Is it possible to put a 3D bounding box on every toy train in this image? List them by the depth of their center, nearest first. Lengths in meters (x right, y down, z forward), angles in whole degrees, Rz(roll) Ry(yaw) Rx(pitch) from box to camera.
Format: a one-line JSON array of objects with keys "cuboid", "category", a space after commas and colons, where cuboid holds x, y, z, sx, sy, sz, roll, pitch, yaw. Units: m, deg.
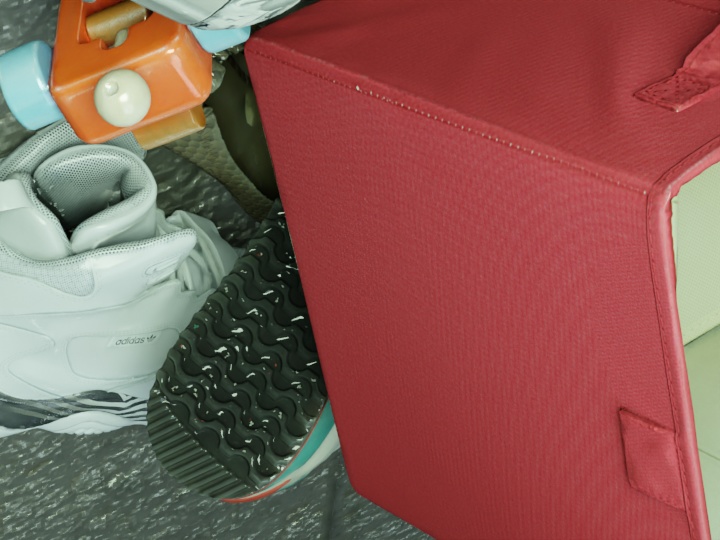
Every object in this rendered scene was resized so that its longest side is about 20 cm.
[{"cuboid": [-0.003, -0.097, 0.655, 0.199, 0.151, 0.056, -23, 126, 10], "category": "toy train"}]

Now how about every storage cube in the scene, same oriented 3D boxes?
[{"cuboid": [0.096, -0.008, 0.703, 0.170, 0.179, 0.201, -32, 126, -28], "category": "storage cube"}]

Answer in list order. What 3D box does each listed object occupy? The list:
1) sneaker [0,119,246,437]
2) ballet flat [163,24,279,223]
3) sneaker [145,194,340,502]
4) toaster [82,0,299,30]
[{"cuboid": [-0.071, 0.001, 0.842, 0.199, 0.075, 0.115, -4, 144, -36], "category": "sneaker"}, {"cuboid": [-0.027, -0.052, 0.816, 0.200, 0.046, 0.068, 31, 85, -57], "category": "ballet flat"}, {"cuboid": [0.000, 0.001, 0.824, 0.200, 0.070, 0.093, -52, 170, -9], "category": "sneaker"}, {"cuboid": [-0.036, -0.155, 0.553, 0.129, 0.114, 0.200, 29, 117, -27], "category": "toaster"}]
